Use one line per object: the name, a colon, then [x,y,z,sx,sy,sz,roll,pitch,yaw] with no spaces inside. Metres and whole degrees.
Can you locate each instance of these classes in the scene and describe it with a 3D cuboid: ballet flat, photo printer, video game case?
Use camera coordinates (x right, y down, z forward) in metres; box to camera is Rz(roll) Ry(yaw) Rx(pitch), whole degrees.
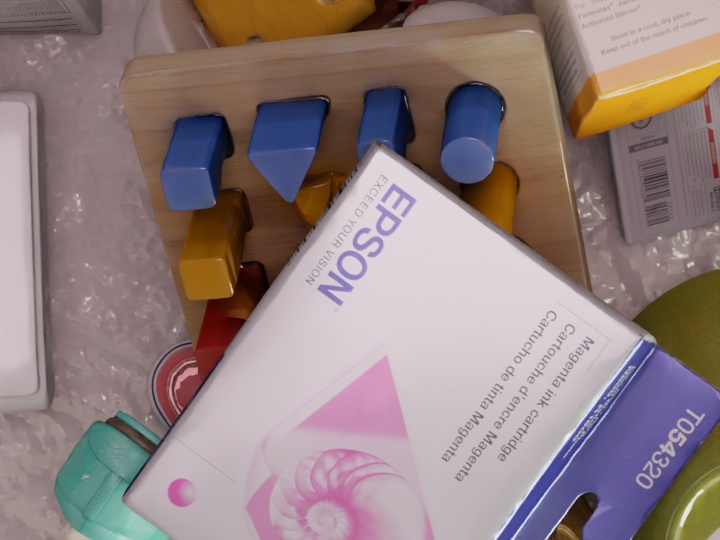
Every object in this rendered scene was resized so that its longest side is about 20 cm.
ballet flat: [-0.115,0.112,1.253,0.067,0.200,0.070,38,85,8]
photo printer: [-0.260,-0.007,1.321,0.199,0.069,0.167,-2,87,-1]
video game case: [0.222,-0.096,1.313,0.199,0.018,0.143,-14,128,-1]

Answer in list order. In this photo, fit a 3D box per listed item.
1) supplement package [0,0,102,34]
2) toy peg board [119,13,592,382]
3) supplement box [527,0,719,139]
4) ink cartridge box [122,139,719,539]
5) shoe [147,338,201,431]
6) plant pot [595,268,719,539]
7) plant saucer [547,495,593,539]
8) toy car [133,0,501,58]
supplement package: [-0.211,-0.202,1.265,0.150,0.200,0.152,-1,87,0]
toy peg board: [0.000,0.000,1.195,0.199,0.098,0.200,-6,125,11]
supplement box: [0.107,-0.174,1.203,0.073,0.126,0.201,-18,85,-2]
ink cartridge box: [0.031,0.079,1.132,0.200,0.043,0.197,35,95,-1]
shoe: [-0.023,0.100,1.308,0.200,0.091,0.072,35,88,1]
plant pot: [0.195,0.106,1.234,0.186,0.200,0.188,2,101,9]
plant saucer: [0.092,0.148,1.253,0.035,0.200,0.201,-32,88,17]
toy car: [0.000,-0.106,1.294,0.175,0.150,0.200,-33,84,26]
